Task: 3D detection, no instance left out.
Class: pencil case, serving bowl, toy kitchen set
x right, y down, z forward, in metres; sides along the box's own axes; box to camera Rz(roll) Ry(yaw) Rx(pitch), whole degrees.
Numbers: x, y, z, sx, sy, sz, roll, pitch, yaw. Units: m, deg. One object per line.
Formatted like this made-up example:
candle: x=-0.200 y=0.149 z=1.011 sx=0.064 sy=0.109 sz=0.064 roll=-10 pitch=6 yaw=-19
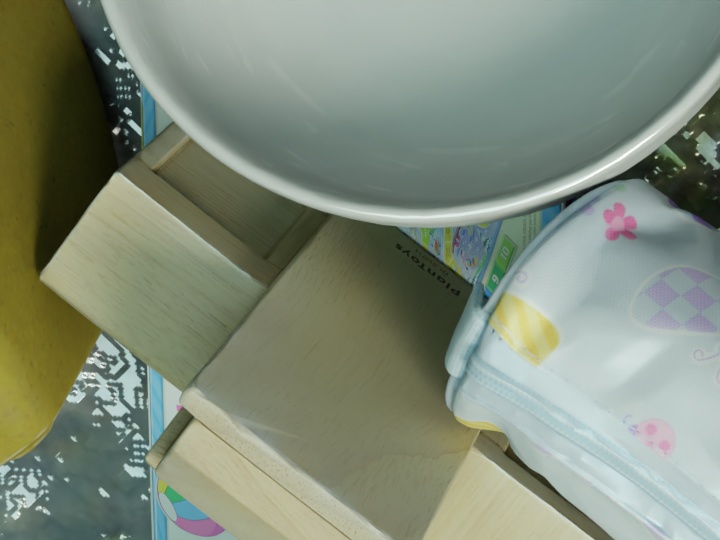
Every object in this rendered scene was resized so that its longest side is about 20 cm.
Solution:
pencil case: x=0.115 y=0.064 z=0.686 sx=0.200 sy=0.091 sz=0.083 roll=41 pitch=144 yaw=20
serving bowl: x=0.026 y=-0.104 z=0.742 sx=0.199 sy=0.066 sz=0.201 roll=-2 pitch=77 yaw=11
toy kitchen set: x=-0.037 y=0.094 z=0.759 sx=0.200 sy=0.163 sz=0.181 roll=38 pitch=113 yaw=-1

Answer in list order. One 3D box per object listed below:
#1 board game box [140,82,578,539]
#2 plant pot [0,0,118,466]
board game box: x=0.000 y=0.000 z=0.826 sx=0.134 sy=0.034 sz=0.201 roll=4 pitch=109 yaw=12
plant pot: x=-0.181 y=-0.020 z=0.789 sx=0.194 sy=0.196 sz=0.200 roll=-34 pitch=105 yaw=23
